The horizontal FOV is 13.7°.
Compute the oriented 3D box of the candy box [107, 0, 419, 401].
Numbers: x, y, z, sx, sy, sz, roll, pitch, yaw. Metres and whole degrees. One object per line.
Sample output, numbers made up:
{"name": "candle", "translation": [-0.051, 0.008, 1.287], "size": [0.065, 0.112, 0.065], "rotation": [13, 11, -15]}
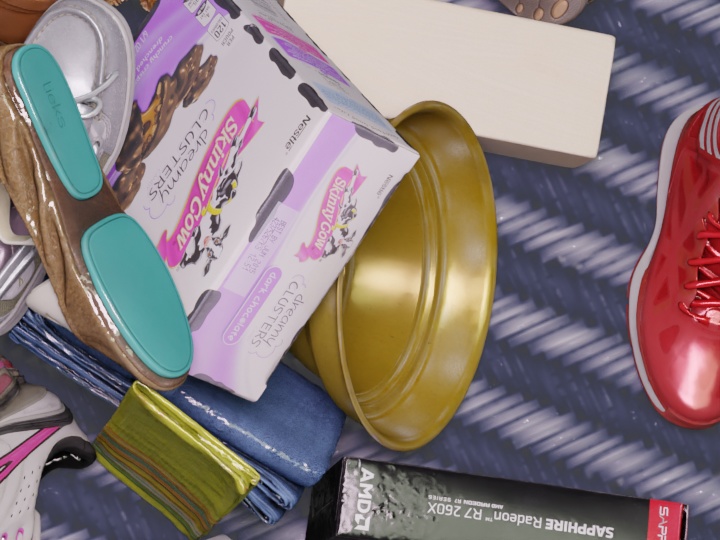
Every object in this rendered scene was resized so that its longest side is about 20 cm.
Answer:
{"name": "candy box", "translation": [-0.078, -0.054, 1.658], "size": [0.071, 0.200, 0.168], "rotation": [24, 105, -38]}

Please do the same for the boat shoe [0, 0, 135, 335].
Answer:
{"name": "boat shoe", "translation": [-0.183, -0.054, 1.621], "size": [0.074, 0.065, 0.203], "rotation": [29, 98, 7]}

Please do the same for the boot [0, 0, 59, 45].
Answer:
{"name": "boot", "translation": [-0.239, -0.207, 1.666], "size": [0.200, 0.155, 0.074], "rotation": [37, 74, -2]}

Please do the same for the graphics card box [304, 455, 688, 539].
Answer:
{"name": "graphics card box", "translation": [0.074, 0.149, 1.709], "size": [0.199, 0.125, 0.051], "rotation": [10, 78, -8]}

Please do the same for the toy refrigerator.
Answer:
{"name": "toy refrigerator", "translation": [0.044, -0.118, 1.787], "size": [0.199, 0.070, 0.076], "rotation": [10, 85, -7]}

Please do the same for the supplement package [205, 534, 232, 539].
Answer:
{"name": "supplement package", "translation": [-0.142, 0.230, 1.630], "size": [0.199, 0.156, 0.111], "rotation": [-14, 96, -12]}

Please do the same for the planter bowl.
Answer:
{"name": "planter bowl", "translation": [0.000, 0.000, 1.724], "size": [0.083, 0.200, 0.201], "rotation": [5, 76, 27]}

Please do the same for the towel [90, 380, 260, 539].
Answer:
{"name": "towel", "translation": [-0.105, 0.107, 1.647], "size": [0.086, 0.200, 0.018], "rotation": [37, 74, -1]}

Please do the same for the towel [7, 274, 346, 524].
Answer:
{"name": "towel", "translation": [-0.105, 0.059, 1.713], "size": [0.200, 0.112, 0.049], "rotation": [33, 115, -2]}

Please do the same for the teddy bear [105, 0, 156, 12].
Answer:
{"name": "teddy bear", "translation": [-0.143, -0.213, 1.753], "size": [0.200, 0.145, 0.067], "rotation": [46, 119, 6]}

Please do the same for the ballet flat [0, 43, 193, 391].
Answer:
{"name": "ballet flat", "translation": [-0.157, -0.020, 1.570], "size": [0.068, 0.072, 0.201], "rotation": [-31, 94, -56]}

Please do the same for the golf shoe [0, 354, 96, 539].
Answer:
{"name": "golf shoe", "translation": [-0.221, 0.139, 1.664], "size": [0.092, 0.073, 0.200], "rotation": [37, 55, -2]}

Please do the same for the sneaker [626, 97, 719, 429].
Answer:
{"name": "sneaker", "translation": [0.209, -0.012, 1.768], "size": [0.078, 0.116, 0.201], "rotation": [3, 78, -9]}

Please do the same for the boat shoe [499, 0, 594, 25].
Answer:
{"name": "boat shoe", "translation": [0.077, -0.231, 1.819], "size": [0.073, 0.075, 0.200], "rotation": [-30, 75, -43]}
